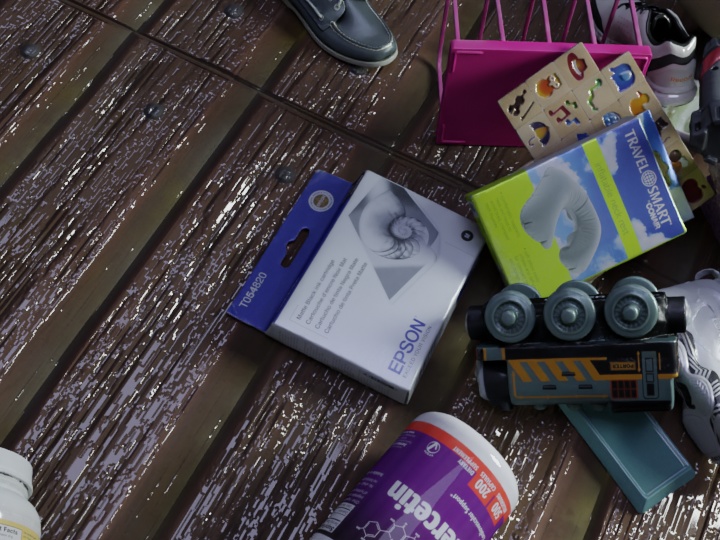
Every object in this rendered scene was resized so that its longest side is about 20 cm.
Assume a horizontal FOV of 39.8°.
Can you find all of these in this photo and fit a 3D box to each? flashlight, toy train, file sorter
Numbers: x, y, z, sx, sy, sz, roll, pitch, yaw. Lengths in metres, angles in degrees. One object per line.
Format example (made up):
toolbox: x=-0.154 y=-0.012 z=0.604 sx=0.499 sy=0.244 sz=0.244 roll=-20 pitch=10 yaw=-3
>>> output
flashlight: x=0.362 y=-0.166 z=0.967 sx=0.068 sy=0.068 sz=0.201 roll=42 pitch=35 yaw=-12
toy train: x=0.191 y=0.068 z=0.883 sx=0.197 sy=0.085 sz=0.116 roll=-4 pitch=94 yaw=18
file sorter: x=0.182 y=-0.224 z=1.050 sx=0.197 sy=0.140 sz=0.127 roll=1 pitch=57 yaw=-2

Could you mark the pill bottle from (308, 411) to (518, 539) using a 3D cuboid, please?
pill bottle: x=0.031 y=0.219 z=0.804 sx=0.112 sy=0.113 sz=0.200 roll=37 pitch=65 yaw=17

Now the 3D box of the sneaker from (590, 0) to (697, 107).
sneaker: x=0.317 y=-0.269 z=1.100 sx=0.073 sy=0.081 sz=0.201 roll=-16 pitch=46 yaw=-8

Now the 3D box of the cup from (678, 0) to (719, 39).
cup: x=0.455 y=-0.298 z=1.060 sx=0.197 sy=0.201 sz=0.145 roll=-8 pitch=55 yaw=-7

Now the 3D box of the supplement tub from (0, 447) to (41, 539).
supplement tub: x=-0.320 y=0.245 z=0.752 sx=0.143 sy=0.146 sz=0.203 roll=-2 pitch=60 yaw=-4

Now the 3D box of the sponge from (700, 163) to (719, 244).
sponge: x=0.384 y=-0.011 z=0.952 sx=0.029 sy=0.112 sz=0.202 roll=-18 pitch=62 yaw=3

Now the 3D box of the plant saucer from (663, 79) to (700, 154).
plant saucer: x=0.411 y=-0.155 z=1.043 sx=0.197 sy=0.051 sz=0.201 roll=-11 pitch=27 yaw=5

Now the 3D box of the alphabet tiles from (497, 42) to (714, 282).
alphabet tiles: x=0.227 y=-0.109 z=0.972 sx=0.166 sy=0.008 sz=0.201 roll=-34 pitch=98 yaw=3

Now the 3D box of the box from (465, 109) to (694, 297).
box: x=0.214 y=-0.059 z=0.950 sx=0.198 sy=0.048 sz=0.123 roll=-25 pitch=96 yaw=2

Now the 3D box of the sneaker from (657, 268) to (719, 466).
sneaker: x=0.337 y=0.087 z=0.916 sx=0.114 sy=0.075 sz=0.201 roll=-24 pitch=61 yaw=-12

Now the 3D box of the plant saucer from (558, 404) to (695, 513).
plant saucer: x=0.224 y=0.122 z=0.924 sx=0.069 sy=0.019 sz=0.201 roll=-28 pitch=67 yaw=-17

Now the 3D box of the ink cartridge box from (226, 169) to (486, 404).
ink cartridge box: x=0.000 y=0.000 z=0.967 sx=0.198 sy=0.041 sz=0.201 roll=24 pitch=62 yaw=10

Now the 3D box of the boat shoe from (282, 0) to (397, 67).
boat shoe: x=-0.034 y=-0.306 z=1.125 sx=0.073 sy=0.062 sz=0.200 roll=-37 pitch=69 yaw=-21
